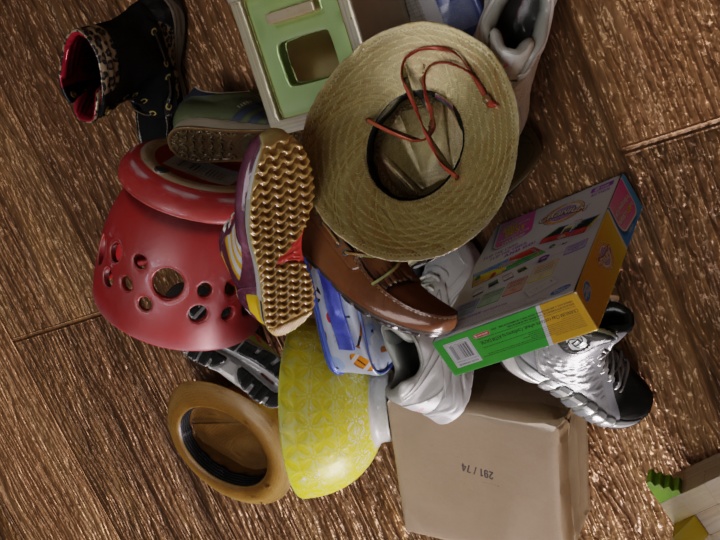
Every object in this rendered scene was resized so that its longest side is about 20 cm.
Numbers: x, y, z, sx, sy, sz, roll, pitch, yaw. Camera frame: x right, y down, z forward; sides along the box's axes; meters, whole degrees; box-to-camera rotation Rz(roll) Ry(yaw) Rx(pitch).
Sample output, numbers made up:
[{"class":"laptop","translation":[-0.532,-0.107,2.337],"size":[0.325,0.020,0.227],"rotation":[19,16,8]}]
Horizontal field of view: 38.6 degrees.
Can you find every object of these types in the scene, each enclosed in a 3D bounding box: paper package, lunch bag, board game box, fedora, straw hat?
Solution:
[{"class":"paper package","translation":[0.144,0.204,1.125],"size":[0.198,0.103,0.193],"rotation":[6,117,28]},{"class":"lunch bag","translation":[0.000,0.000,1.069],"size":[0.075,0.160,0.202],"rotation":[0,115,31]},{"class":"board game box","translation":[0.165,0.001,0.940],"size":[0.152,0.200,0.041],"rotation":[-23,111,38]},{"class":"fedora","translation":[-0.155,0.205,1.320],"size":[0.198,0.082,0.203],"rotation":[17,125,25]},{"class":"straw hat","translation":[0.052,-0.107,0.901],"size":[0.198,0.085,0.204],"rotation":[0,90,13]}]

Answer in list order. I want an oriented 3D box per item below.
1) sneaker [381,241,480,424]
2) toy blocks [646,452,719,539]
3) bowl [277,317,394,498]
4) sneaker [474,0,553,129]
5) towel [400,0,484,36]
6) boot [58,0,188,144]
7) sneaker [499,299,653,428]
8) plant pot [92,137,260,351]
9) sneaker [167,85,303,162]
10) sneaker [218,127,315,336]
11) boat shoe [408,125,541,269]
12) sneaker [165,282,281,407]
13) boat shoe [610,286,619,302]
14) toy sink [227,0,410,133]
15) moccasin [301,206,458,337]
[{"class":"sneaker","translation":[0.070,0.047,1.042],"size":[0.098,0.203,0.078],"rotation":[18,159,-31]},{"class":"toy blocks","translation":[0.396,0.250,1.012],"size":[0.136,0.100,0.201],"rotation":[-33,95,28]},{"class":"bowl","translation":[-0.015,0.152,1.155],"size":[0.106,0.201,0.203],"rotation":[-3,114,12]},{"class":"sneaker","translation":[0.122,-0.181,0.906],"size":[0.077,0.100,0.202],"rotation":[13,113,4]},{"class":"towel","translation":[0.035,-0.233,1.013],"size":[0.198,0.024,0.148],"rotation":[-16,103,35]},{"class":"boot","translation":[-0.256,-0.195,1.129],"size":[0.072,0.150,0.202],"rotation":[22,124,19]},{"class":"sneaker","translation":[0.233,0.083,0.977],"size":[0.198,0.076,0.115],"rotation":[24,137,-26]},{"class":"plant pot","translation":[-0.188,-0.039,1.148],"size":[0.199,0.200,0.184],"rotation":[25,116,18]},{"class":"sneaker","translation":[-0.102,-0.158,1.105],"size":[0.197,0.091,0.068],"rotation":[7,139,-5]},{"class":"sneaker","translation":[-0.092,-0.040,0.902],"size":[0.090,0.074,0.202],"rotation":[34,135,38]},{"class":"boat shoe","translation":[0.091,-0.069,1.012],"size":[0.199,0.065,0.074],"rotation":[-35,72,7]},{"class":"sneaker","translation":[-0.163,0.094,1.267],"size":[0.200,0.090,0.078],"rotation":[44,86,0]},{"class":"boat shoe","translation":[0.170,0.034,1.048],"size":[0.199,0.072,0.066],"rotation":[-31,67,42]},{"class":"toy sink","translation":[-0.040,-0.245,0.967],"size":[0.129,0.112,0.202],"rotation":[-7,107,32]},{"class":"moccasin","translation":[0.011,-0.013,0.925],"size":[0.201,0.073,0.078],"rotation":[42,113,32]}]
